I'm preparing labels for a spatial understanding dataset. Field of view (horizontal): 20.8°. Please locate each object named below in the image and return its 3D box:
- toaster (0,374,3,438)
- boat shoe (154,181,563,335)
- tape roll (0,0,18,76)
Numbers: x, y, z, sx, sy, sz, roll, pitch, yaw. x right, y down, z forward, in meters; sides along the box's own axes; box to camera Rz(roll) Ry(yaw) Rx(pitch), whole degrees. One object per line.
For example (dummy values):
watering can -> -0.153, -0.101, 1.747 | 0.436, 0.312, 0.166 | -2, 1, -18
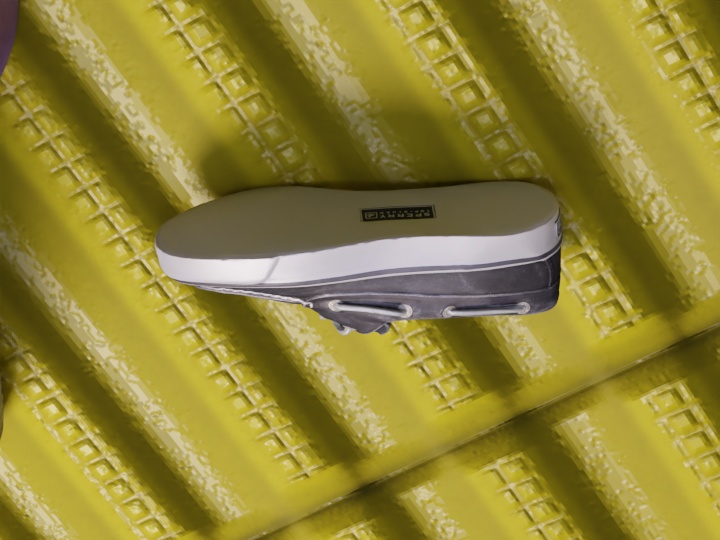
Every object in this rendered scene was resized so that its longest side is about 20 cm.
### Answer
toaster -> -0.248, 0.058, 0.988 | 0.112, 0.130, 0.202 | -1, 123, 7
boat shoe -> 0.000, 0.000, 0.960 | 0.198, 0.072, 0.068 | -4, 120, 1
tape roll -> -0.264, -0.121, 0.905 | 0.198, 0.085, 0.202 | 4, 122, 6
